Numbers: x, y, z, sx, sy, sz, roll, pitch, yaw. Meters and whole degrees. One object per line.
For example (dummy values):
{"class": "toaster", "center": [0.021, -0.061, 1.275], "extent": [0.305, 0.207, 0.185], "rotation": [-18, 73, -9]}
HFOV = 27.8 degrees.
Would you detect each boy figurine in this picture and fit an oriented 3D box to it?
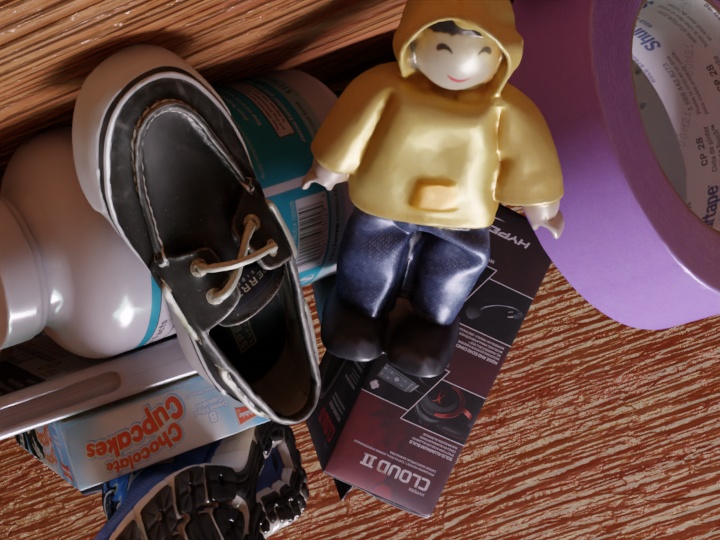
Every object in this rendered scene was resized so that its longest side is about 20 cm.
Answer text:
{"class": "boy figurine", "center": [0.038, -0.047, 0.661], "extent": [0.123, 0.202, 0.065], "rotation": [16, -143, 0]}

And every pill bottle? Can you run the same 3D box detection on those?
{"class": "pill bottle", "center": [-0.099, -0.026, 0.713], "extent": [0.198, 0.112, 0.110], "rotation": [-19, 179, -34]}

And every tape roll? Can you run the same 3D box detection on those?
{"class": "tape roll", "center": [0.159, -0.074, 0.767], "extent": [0.065, 0.202, 0.199], "rotation": [-20, 180, 42]}

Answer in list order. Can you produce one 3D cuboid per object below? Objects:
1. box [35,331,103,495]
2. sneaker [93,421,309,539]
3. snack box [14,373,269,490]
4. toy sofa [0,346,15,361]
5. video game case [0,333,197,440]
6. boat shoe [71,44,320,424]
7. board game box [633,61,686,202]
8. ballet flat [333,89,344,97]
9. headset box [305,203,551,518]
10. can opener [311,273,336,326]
{"class": "box", "center": [-0.175, 0.054, 1.107], "extent": [0.106, 0.202, 0.148], "rotation": [-21, -179, -35]}
{"class": "sneaker", "center": [-0.095, 0.132, 0.735], "extent": [0.088, 0.080, 0.200], "rotation": [-18, -175, 19]}
{"class": "snack box", "center": [-0.125, 0.072, 0.803], "extent": [0.115, 0.038, 0.200], "rotation": [-19, -173, -20]}
{"class": "toy sofa", "center": [-0.135, -0.036, 0.824], "extent": [0.198, 0.098, 0.083], "rotation": [-19, 156, -33]}
{"class": "video game case", "center": [-0.189, 0.064, 0.767], "extent": [0.180, 0.024, 0.200], "rotation": [-18, -172, -21]}
{"class": "boat shoe", "center": [-0.059, -0.009, 0.625], "extent": [0.071, 0.201, 0.064], "rotation": [-39, -131, -16]}
{"class": "board game box", "center": [0.241, -0.086, 0.861], "extent": [0.026, 0.203, 0.199], "rotation": [24, 149, -36]}
{"class": "ballet flat", "center": [0.040, -0.102, 0.904], "extent": [0.198, 0.073, 0.072], "rotation": [-21, 180, -5]}
{"class": "headset box", "center": [0.032, 0.045, 0.886], "extent": [0.074, 0.202, 0.149], "rotation": [24, -174, -11]}
{"class": "can opener", "center": [0.000, 0.000, 0.842], "extent": [0.053, 0.067, 0.200], "rotation": [-24, -156, 4]}
